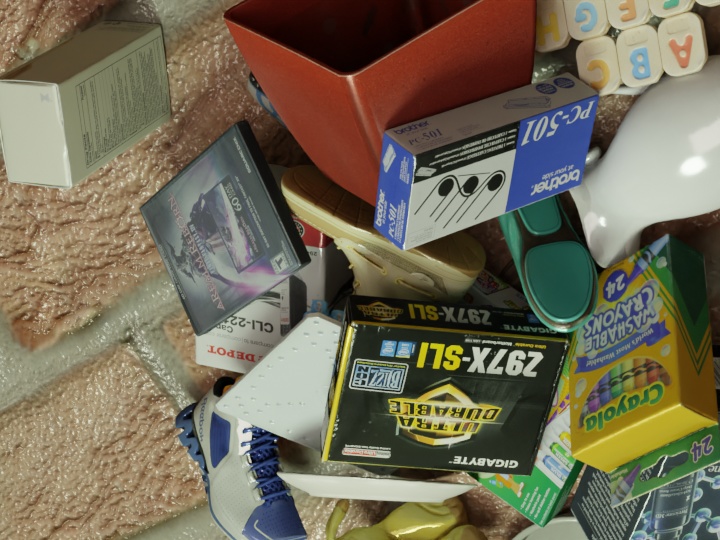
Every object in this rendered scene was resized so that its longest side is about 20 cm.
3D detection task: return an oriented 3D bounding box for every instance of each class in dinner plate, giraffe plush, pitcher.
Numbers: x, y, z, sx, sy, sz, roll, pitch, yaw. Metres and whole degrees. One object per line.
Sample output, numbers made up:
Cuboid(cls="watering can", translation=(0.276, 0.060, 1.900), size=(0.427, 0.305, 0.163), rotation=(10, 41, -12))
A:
Cuboid(cls="dinner plate", translation=(0.016, 0.214, 1.554), size=(0.199, 0.200, 0.024), rotation=(-1, 82, 24))
Cuboid(cls="giraffe plush", translation=(0.042, 0.341, 1.632), size=(0.199, 0.173, 0.163), rotation=(-2, 133, 13))
Cuboid(cls="pitcher", translation=(0.254, -0.118, 1.353), size=(0.200, 0.121, 0.172), rotation=(-38, 82, 43))

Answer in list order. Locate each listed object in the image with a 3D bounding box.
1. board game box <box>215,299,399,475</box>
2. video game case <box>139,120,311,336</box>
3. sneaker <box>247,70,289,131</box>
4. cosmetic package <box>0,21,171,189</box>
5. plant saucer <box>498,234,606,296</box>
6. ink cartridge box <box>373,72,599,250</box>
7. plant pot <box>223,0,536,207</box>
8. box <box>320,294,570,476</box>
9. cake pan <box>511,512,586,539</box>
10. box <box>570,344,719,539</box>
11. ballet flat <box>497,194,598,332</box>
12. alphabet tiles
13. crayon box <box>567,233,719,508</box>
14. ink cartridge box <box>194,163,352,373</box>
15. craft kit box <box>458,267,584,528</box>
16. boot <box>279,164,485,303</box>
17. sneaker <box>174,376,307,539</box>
Cuboid(cls="board game box", translation=(-0.008, 0.116, 1.500), size=(0.199, 0.026, 0.200), rotation=(24, 140, -21))
Cuboid(cls="video game case", translation=(-0.131, -0.035, 1.483), size=(0.200, 0.019, 0.143), rotation=(-33, 80, 49))
Cuboid(cls="sneaker", translation=(-0.030, -0.124, 1.493), size=(0.200, 0.072, 0.073), rotation=(36, 130, 9))
Cuboid(cls="cosmetic package", translation=(-0.260, -0.161, 1.496), size=(0.071, 0.200, 0.106), rotation=(6, 114, 21))
Cuboid(cls="plant saucer", translation=(0.212, 0.063, 1.495), size=(0.199, 0.029, 0.201), rotation=(9, 116, 19))
Cuboid(cls="ink cartridge box", translation=(0.105, -0.092, 1.305), size=(0.044, 0.199, 0.094), rotation=(41, 138, 38))
Cuboid(cls="plant pot", translation=(0.032, -0.164, 1.354), size=(0.200, 0.199, 0.177), rotation=(33, 148, 47))
Cuboid(cls="box", translation=(0.073, 0.106, 1.415), size=(0.199, 0.049, 0.160), rotation=(6, 122, -9))
Cuboid(cls="cake pan", translation=(0.235, 0.329, 1.597), size=(0.199, 0.037, 0.201), rotation=(9, 115, 20))
Cuboid(cls="box", translation=(0.301, 0.176, 1.423), size=(0.148, 0.107, 0.201), rotation=(4, 122, -20))
Cuboid(cls="ballet flat", translation=(0.167, -0.010, 1.407), size=(0.067, 0.201, 0.071), rotation=(-10, 140, -4))
Cuboid(cls="alphabet tiles", translation=(0.218, -0.251, 1.307), size=(0.199, 0.015, 0.197), rotation=(-11, 87, 39))
Cuboid(cls="crayon box", translation=(0.237, 0.084, 1.336), size=(0.051, 0.201, 0.126), rotation=(25, 140, -30))
Cuboid(cls="ink cartridge box", translation=(-0.087, 0.003, 1.563), size=(0.144, 0.084, 0.201), rotation=(10, 116, 19))
Cuboid(cls="craft kit box", translation=(0.137, 0.116, 1.507), size=(0.197, 0.048, 0.201), rotation=(36, 130, 22))
Cuboid(cls="boot", translation=(0.000, 0.000, 1.461), size=(0.199, 0.073, 0.156), rotation=(24, 131, -1))
Cuboid(cls="sneaker", translation=(-0.115, 0.187, 1.624), size=(0.200, 0.080, 0.115), rotation=(56, 129, 28))
